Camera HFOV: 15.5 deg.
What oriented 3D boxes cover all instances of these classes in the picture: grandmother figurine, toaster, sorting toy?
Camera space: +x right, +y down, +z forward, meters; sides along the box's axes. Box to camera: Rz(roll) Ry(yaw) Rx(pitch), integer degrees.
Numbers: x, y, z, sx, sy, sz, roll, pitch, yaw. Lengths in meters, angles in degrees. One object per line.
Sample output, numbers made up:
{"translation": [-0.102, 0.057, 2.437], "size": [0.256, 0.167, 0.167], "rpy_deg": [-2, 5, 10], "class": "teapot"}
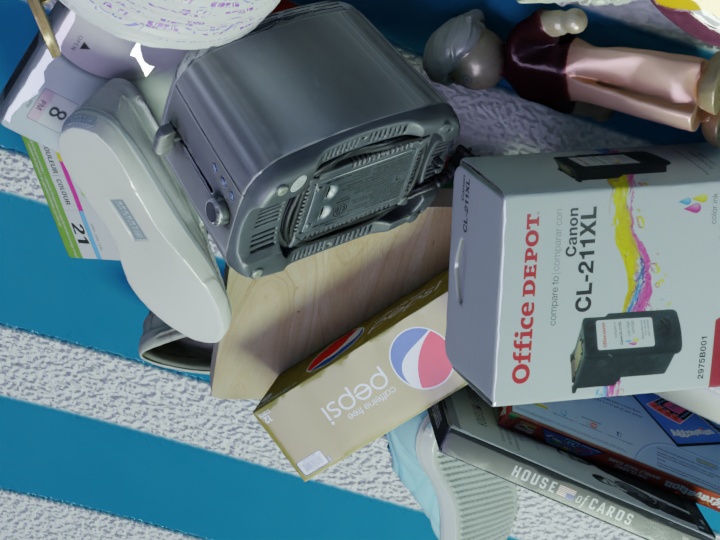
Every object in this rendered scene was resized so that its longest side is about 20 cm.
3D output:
{"translation": [0.135, -0.129, 1.697], "size": [0.199, 0.061, 0.121], "rpy_deg": [10, 144, 18], "class": "grandmother figurine"}
{"translation": [-0.032, -0.091, 1.686], "size": [0.129, 0.200, 0.114], "rpy_deg": [52, 146, 26], "class": "toaster"}
{"translation": [0.000, 0.000, 1.846], "size": [0.198, 0.070, 0.200], "rpy_deg": [0, 137, -10], "class": "sorting toy"}

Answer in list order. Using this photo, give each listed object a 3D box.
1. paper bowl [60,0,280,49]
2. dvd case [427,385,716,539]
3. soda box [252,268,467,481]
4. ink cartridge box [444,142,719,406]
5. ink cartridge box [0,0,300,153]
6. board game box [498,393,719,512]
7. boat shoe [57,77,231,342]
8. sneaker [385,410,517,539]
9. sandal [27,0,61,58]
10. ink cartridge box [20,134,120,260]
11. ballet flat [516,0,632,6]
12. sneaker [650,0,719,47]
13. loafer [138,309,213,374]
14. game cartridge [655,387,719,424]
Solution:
{"translation": [-0.130, -0.224, 1.625], "size": [0.200, 0.201, 0.104], "rpy_deg": [33, 137, -9], "class": "paper bowl"}
{"translation": [0.140, 0.131, 1.823], "size": [0.199, 0.150, 0.025], "rpy_deg": [23, 102, -9], "class": "dvd case"}
{"translation": [0.027, 0.062, 1.802], "size": [0.200, 0.068, 0.064], "rpy_deg": [-32, 101, 24], "class": "soda box"}
{"translation": [0.164, 0.002, 1.693], "size": [0.199, 0.083, 0.146], "rpy_deg": [-5, 111, -18], "class": "ink cartridge box"}
{"translation": [-0.117, -0.127, 1.759], "size": [0.200, 0.057, 0.163], "rpy_deg": [27, 116, -17], "class": "ink cartridge box"}
{"translation": [0.188, 0.097, 1.835], "size": [0.200, 0.103, 0.019], "rpy_deg": [22, 137, -18], "class": "board game box"}
{"translation": [-0.133, -0.040, 1.757], "size": [0.072, 0.069, 0.200], "rpy_deg": [-2, 131, 42], "class": "boat shoe"}
{"translation": [0.064, 0.154, 2.028], "size": [0.082, 0.074, 0.200], "rpy_deg": [34, 152, 37], "class": "sneaker"}
{"translation": [-0.200, -0.231, 1.692], "size": [0.069, 0.212, 0.078], "rpy_deg": [-23, 142, -4], "class": "sandal"}
{"translation": [-0.126, -0.080, 1.863], "size": [0.199, 0.076, 0.148], "rpy_deg": [4, 134, 24], "class": "ink cartridge box"}
{"translation": [0.089, -0.201, 1.646], "size": [0.199, 0.072, 0.072], "rpy_deg": [22, 138, 3], "class": "ballet flat"}
{"translation": [0.186, -0.200, 1.566], "size": [0.075, 0.090, 0.200], "rpy_deg": [-33, 116, 14], "class": "sneaker"}
{"translation": [-0.071, 0.059, 1.981], "size": [0.199, 0.070, 0.070], "rpy_deg": [5, 135, 21], "class": "loafer"}
{"translation": [0.269, 0.050, 1.807], "size": [0.200, 0.038, 0.130], "rpy_deg": [25, 125, -2], "class": "game cartridge"}
